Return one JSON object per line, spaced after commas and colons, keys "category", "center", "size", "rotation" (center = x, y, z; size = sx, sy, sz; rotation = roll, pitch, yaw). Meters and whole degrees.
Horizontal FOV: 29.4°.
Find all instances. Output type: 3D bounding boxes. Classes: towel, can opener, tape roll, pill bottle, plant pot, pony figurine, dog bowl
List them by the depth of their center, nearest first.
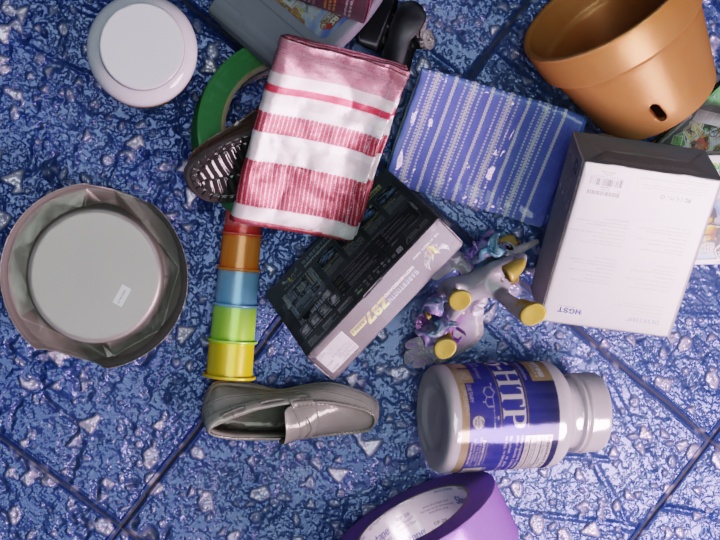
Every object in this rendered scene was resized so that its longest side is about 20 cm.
{"category": "towel", "center": [-0.042, -0.130, 1.396], "size": [0.143, 0.023, 0.202], "rotation": [9, 112, -24]}
{"category": "pill bottle", "center": [-0.222, -0.223, 1.401], "size": [0.110, 0.200, 0.112], "rotation": [-1, 96, -8]}
{"category": "tape roll", "center": [-0.082, -0.147, 1.484], "size": [0.198, 0.048, 0.203], "rotation": [2, 82, -16]}
{"category": "can opener", "center": [0.030, -0.210, 1.485], "size": [0.078, 0.063, 0.202], "rotation": [5, 67, 19]}
{"category": "dog bowl", "center": [-0.286, 0.004, 1.486], "size": [0.198, 0.059, 0.202], "rotation": [-1, 96, -8]}
{"category": "plant pot", "center": [0.297, -0.237, 1.492], "size": [0.200, 0.200, 0.140], "rotation": [-39, 116, -3]}
{"category": "tape roll", "center": [0.070, 0.297, 1.495], "size": [0.199, 0.200, 0.066], "rotation": [-28, 98, -5]}
{"category": "pony figurine", "center": [0.110, 0.025, 1.499], "size": [0.192, 0.200, 0.168], "rotation": [-22, 105, 10]}
{"category": "towel", "center": [0.139, -0.133, 1.526], "size": [0.198, 0.024, 0.146], "rotation": [15, 118, -10]}
{"category": "pill bottle", "center": [0.173, 0.162, 1.534], "size": [0.198, 0.120, 0.121], "rotation": [-1, 96, -17]}

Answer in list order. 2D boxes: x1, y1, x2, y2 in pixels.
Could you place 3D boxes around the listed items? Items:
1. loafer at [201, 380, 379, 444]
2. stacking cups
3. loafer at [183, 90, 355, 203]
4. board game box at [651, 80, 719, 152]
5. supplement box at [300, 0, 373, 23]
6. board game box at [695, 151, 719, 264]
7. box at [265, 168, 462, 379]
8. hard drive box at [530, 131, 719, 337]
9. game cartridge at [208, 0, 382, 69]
{"category": "loafer", "center": [-0.077, 0.164, 1.520], "size": [0.198, 0.070, 0.070], "rotation": [1, 128, -5]}
{"category": "stacking cups", "center": [-0.140, 0.019, 1.510], "size": [0.060, 0.060, 0.202], "rotation": [2, 92, -9]}
{"category": "loafer", "center": [-0.094, -0.136, 1.429], "size": [0.199, 0.071, 0.073], "rotation": [-26, 123, -8]}
{"category": "board game box", "center": [0.426, -0.159, 1.594], "size": [0.200, 0.023, 0.105], "rotation": [-41, 97, -2]}
{"category": "supplement box", "center": [-0.067, -0.350, 1.416], "size": [0.198, 0.086, 0.111], "rotation": [20, 73, 0]}
{"category": "board game box", "center": [0.345, -0.070, 1.566], "size": [0.198, 0.035, 0.128], "rotation": [-2, 103, -2]}
{"category": "box", "center": [0.000, 0.000, 1.469], "size": [0.200, 0.158, 0.051], "rotation": [-46, 122, 2]}
{"category": "hard drive box", "center": [0.285, -0.037, 1.499], "size": [0.154, 0.077, 0.202], "rotation": [8, 120, -7]}
{"category": "game cartridge", "center": [-0.049, -0.304, 1.469], "size": [0.133, 0.042, 0.200], "rotation": [38, 74, 8]}
